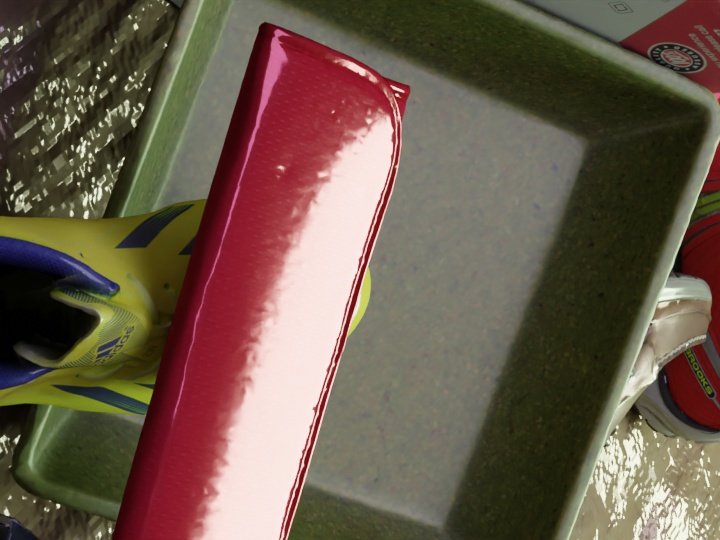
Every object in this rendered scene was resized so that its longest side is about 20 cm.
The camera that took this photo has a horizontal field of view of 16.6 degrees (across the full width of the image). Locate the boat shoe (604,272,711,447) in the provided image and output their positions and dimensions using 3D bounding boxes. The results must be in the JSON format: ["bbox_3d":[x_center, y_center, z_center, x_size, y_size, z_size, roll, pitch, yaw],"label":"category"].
[{"bbox_3d":[0.077,0.040,1.000,0.199,0.075,0.073,-9,97,-48],"label":"boat shoe"}]

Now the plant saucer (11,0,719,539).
[{"bbox_3d":[0.000,0.000,0.809,0.199,0.048,0.202,21,90,-27],"label":"plant saucer"}]

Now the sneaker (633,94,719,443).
[{"bbox_3d":[0.178,-0.017,1.145,0.077,0.084,0.202,27,63,-53],"label":"sneaker"}]

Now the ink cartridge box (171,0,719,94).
[{"bbox_3d":[0.038,-0.120,0.839,0.145,0.199,0.084,36,59,-49],"label":"ink cartridge box"}]

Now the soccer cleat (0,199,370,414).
[{"bbox_3d":[-0.073,0.014,0.697,0.199,0.083,0.065,0,97,-34],"label":"soccer cleat"}]

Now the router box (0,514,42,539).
[{"bbox_3d":[-0.101,0.189,0.700,0.150,0.062,0.201,42,52,-45],"label":"router box"}]

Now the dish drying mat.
[{"bbox_3d":[-0.032,0.036,0.695,0.077,0.018,0.202,17,90,-56],"label":"dish drying mat"}]
